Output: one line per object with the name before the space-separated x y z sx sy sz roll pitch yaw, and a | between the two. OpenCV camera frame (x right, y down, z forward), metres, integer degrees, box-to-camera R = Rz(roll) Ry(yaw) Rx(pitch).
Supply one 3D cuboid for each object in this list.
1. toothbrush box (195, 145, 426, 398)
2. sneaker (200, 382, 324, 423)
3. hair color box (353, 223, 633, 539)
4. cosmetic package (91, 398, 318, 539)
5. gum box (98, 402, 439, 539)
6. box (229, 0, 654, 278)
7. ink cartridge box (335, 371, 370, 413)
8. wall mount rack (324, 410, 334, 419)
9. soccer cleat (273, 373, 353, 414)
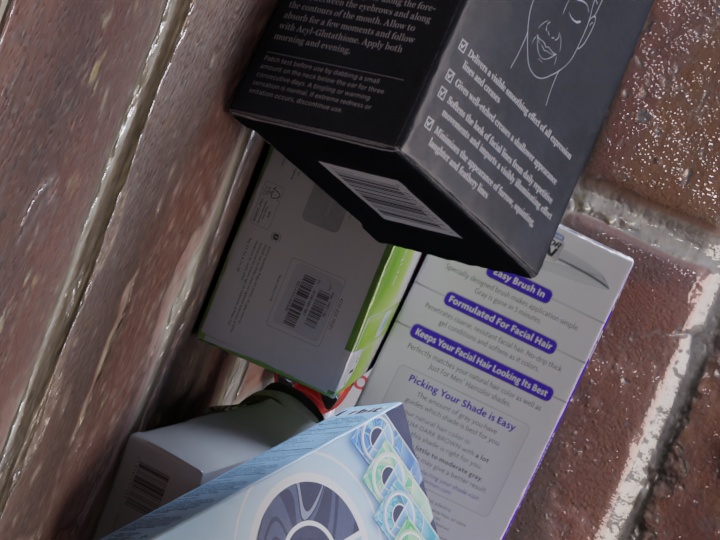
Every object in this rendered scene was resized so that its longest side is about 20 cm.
toothbrush box | -0.009 -0.022 1.521 0.200 0.086 0.146 -30 143 -81
sneaker | -0.099 0.152 1.559 0.089 0.077 0.200 14 102 -51
hair color box | 0.065 0.062 1.556 0.200 0.109 0.065 -64 174 0
cosmetic package | -0.098 0.175 1.459 0.151 0.052 0.200 -14 127 -65
gum box | -0.031 0.179 1.375 0.200 0.045 0.170 -26 104 -46
box | 0.050 -0.122 1.333 0.148 0.107 0.200 41 70 -51
ink cartridge box | 0.023 0.136 2.013 0.125 0.128 0.200 -85 -164 -80
wall mount rack | -0.059 0.179 1.857 0.174 0.075 0.200 -8 -129 59
soccer cleat | 0.000 0.000 1.762 0.085 0.069 0.200 -76 -171 -76
